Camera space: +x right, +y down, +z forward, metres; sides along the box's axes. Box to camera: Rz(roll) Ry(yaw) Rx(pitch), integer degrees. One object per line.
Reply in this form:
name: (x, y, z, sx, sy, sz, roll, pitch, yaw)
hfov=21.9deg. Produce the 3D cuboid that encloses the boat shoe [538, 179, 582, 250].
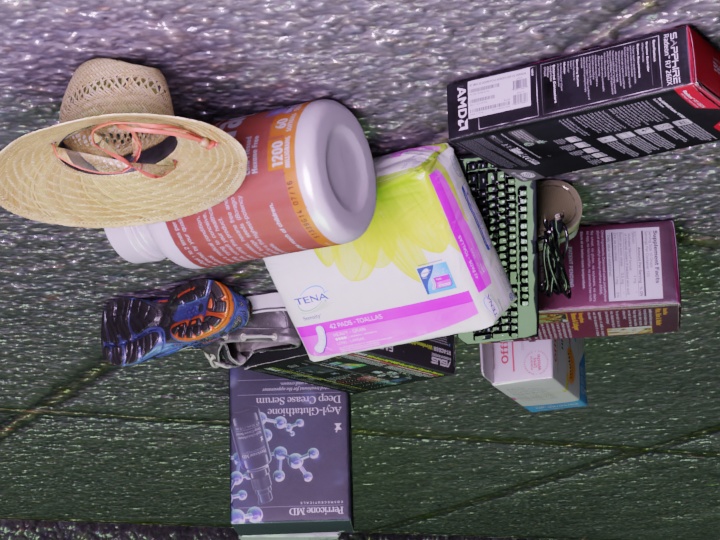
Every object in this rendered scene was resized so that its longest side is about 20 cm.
boat shoe: (0.093, -0.033, 1.640, 0.200, 0.075, 0.068, -2, 159, 0)

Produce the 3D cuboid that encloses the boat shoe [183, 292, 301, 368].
boat shoe: (-0.147, 0.071, 2.009, 0.200, 0.064, 0.071, -13, 161, 36)

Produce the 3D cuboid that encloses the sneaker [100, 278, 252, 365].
sneaker: (-0.195, 0.060, 1.958, 0.200, 0.075, 0.078, -11, 165, 36)

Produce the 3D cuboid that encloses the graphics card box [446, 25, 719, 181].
graphics card box: (0.179, -0.120, 1.384, 0.200, 0.051, 0.125, -12, 162, 31)

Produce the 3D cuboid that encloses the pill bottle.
pill bottle: (-0.098, -0.062, 1.449, 0.200, 0.112, 0.112, -10, 163, 26)

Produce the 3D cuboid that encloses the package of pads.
package of pads: (0.012, -0.015, 1.563, 0.200, 0.155, 0.068, -14, -162, 35)

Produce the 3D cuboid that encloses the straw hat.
straw hat: (-0.174, -0.106, 1.335, 0.201, 0.085, 0.201, -6, 161, -2)

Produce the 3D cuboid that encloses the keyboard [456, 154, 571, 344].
keyboard: (0.131, -0.014, 1.582, 0.104, 0.040, 0.200, -10, 129, -5)

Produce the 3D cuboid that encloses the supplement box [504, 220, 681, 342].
supplement box: (0.206, 0.012, 1.794, 0.200, 0.086, 0.110, -4, 164, 9)

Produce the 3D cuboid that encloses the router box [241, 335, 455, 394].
router box: (-0.012, 0.084, 2.073, 0.150, 0.062, 0.200, -13, 161, 37)

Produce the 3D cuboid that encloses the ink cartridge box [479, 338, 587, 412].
ink cartridge box: (0.182, 0.073, 1.955, 0.068, 0.115, 0.200, -7, 164, 19)

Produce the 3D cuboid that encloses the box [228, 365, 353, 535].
box: (-0.085, 0.220, 2.301, 0.148, 0.200, 0.107, -2, 165, 1)

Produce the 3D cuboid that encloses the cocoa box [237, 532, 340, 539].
cocoa box: (-0.095, 0.255, 2.423, 0.133, 0.200, 0.131, 0, 165, -5)
